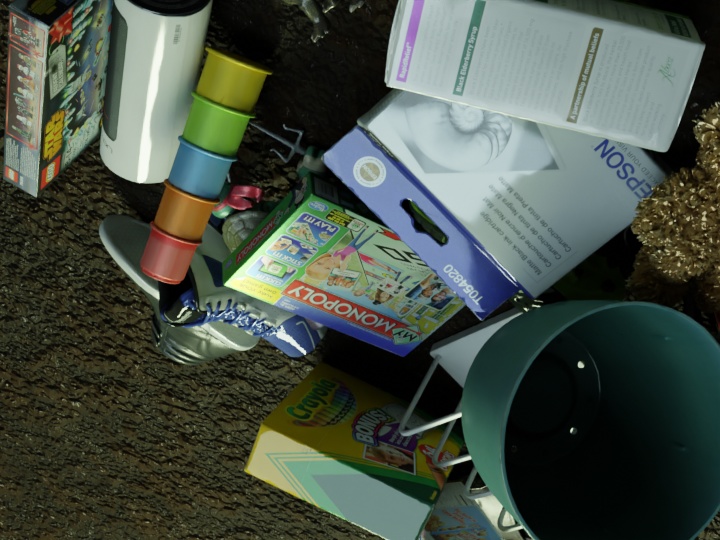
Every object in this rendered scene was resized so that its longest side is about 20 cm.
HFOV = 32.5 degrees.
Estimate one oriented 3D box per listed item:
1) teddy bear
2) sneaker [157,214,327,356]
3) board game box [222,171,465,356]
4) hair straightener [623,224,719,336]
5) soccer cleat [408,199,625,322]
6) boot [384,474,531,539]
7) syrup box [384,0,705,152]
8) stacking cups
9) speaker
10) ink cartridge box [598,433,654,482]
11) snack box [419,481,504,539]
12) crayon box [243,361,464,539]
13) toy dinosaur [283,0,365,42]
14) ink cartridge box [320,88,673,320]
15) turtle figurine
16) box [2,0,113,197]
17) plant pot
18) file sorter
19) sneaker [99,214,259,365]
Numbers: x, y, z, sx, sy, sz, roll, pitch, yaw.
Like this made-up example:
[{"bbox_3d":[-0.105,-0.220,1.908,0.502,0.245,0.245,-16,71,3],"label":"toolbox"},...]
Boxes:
[{"bbox_3d":[0.267,-0.038,0.894,0.145,0.067,0.200,20,129,-17],"label":"teddy bear"},{"bbox_3d":[-0.135,0.028,1.197,0.199,0.115,0.081,47,138,-18],"label":"sneaker"},{"bbox_3d":[0.000,0.000,1.072,0.200,0.029,0.135,23,131,-30],"label":"board game box"},{"bbox_3d":[0.257,0.026,1.004,0.077,0.041,0.200,-11,125,26],"label":"hair straightener"},{"bbox_3d":[0.125,-0.009,1.042,0.200,0.068,0.081,27,141,1],"label":"soccer cleat"},{"bbox_3d":[0.108,0.282,1.344,0.174,0.069,0.200,0,138,21],"label":"boot"},{"bbox_3d":[0.122,-0.150,0.844,0.200,0.079,0.082,15,114,2],"label":"syrup box"},{"bbox_3d":[-0.136,-0.085,1.040,0.060,0.061,0.200,23,99,10],"label":"stacking cups"},{"bbox_3d":[-0.177,-0.168,1.056,0.081,0.081,0.200,27,140,5],"label":"speaker"},{"bbox_3d":[0.306,0.153,1.047,0.200,0.039,0.099,-27,132,21],"label":"ink cartridge box"},{"bbox_3d":[0.089,0.249,1.169,0.072,0.200,0.024,-4,102,-10],"label":"snack box"},{"bbox_3d":[0.003,0.173,1.196,0.172,0.200,0.058,25,107,8],"label":"crayon box"},{"bbox_3d":[-0.034,-0.237,0.903,0.102,0.077,0.200,42,142,-23],"label":"toy dinosaur"},{"bbox_3d":[0.102,-0.076,0.946,0.200,0.041,0.200,43,113,-14],"label":"ink cartridge box"},{"bbox_3d":[-0.076,-0.036,1.118,0.150,0.101,0.200,-21,123,43],"label":"turtle figurine"},{"bbox_3d":[-0.245,-0.174,1.047,0.040,0.137,0.200,29,140,6],"label":"box"},{"bbox_3d":[0.170,0.115,0.972,0.201,0.201,0.161,46,171,-16],"label":"plant pot"},{"bbox_3d":[0.157,0.156,1.140,0.200,0.125,0.139,45,138,-16],"label":"file sorter"},{"bbox_3d":[-0.206,0.030,1.276,0.200,0.071,0.099,41,134,-17],"label":"sneaker"}]
